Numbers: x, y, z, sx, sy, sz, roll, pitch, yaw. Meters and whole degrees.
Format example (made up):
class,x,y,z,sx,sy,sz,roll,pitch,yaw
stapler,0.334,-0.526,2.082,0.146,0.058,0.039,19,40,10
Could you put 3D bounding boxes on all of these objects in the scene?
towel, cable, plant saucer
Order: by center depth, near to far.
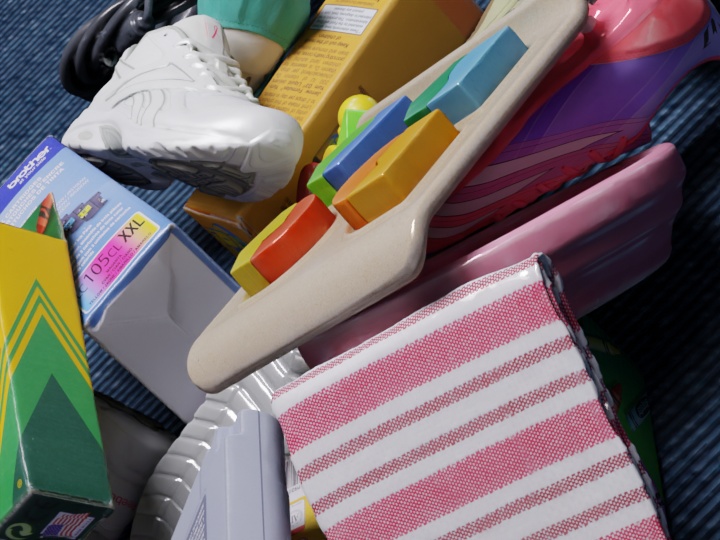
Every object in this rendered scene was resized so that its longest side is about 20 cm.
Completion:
class,x,y,z,sx,sy,sz,roll,pitch,yaw
towel,0.058,0.111,0.924,0.146,0.030,0.200,-27,82,23
plant saucer,0.068,0.007,1.028,0.200,0.051,0.201,-28,1,0
cable,-0.106,-0.172,1.402,0.200,0.051,0.163,-40,-5,-44

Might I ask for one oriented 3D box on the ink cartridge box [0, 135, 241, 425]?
class,x,y,z,sx,sy,sz,roll,pitch,yaw
ink cartridge box,-0.129,0.008,1.217,0.076,0.136,0.200,-49,36,-8

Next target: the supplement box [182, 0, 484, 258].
class,x,y,z,sx,sy,sz,roll,pitch,yaw
supplement box,-0.015,-0.093,1.262,0.069,0.067,0.200,13,64,50

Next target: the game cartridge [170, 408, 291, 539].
class,x,y,z,sx,sy,sz,roll,pitch,yaw
game cartridge,-0.072,0.177,0.999,0.133,0.041,0.200,-90,17,-48

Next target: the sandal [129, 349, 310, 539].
class,x,y,z,sx,sy,sz,roll,pitch,yaw
sandal,-0.050,0.092,1.130,0.082,0.050,0.203,32,97,35

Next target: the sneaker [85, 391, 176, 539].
class,x,y,z,sx,sy,sz,roll,pitch,yaw
sneaker,-0.184,0.104,1.223,0.200,0.078,0.100,19,80,57

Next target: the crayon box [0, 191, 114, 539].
class,x,y,z,sx,sy,sz,roll,pitch,yaw
crayon box,-0.191,0.067,1.108,0.127,0.051,0.200,-47,43,33

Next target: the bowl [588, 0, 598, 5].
class,x,y,z,sx,sy,sz,roll,pitch,yaw
bowl,0.148,-0.203,1.156,0.199,0.075,0.200,-24,31,-19

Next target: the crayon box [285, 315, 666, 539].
class,x,y,z,sx,sy,sz,roll,pitch,yaw
crayon box,0.039,0.116,1.011,0.200,0.058,0.119,-27,40,23

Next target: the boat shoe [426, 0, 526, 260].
class,x,y,z,sx,sy,sz,roll,pitch,yaw
boat shoe,0.079,-0.091,1.161,0.063,0.073,0.200,4,57,50

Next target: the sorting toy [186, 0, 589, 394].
class,x,y,z,sx,sy,sz,roll,pitch,yaw
sorting toy,0.007,-0.044,1.030,0.185,0.036,0.200,-31,20,48

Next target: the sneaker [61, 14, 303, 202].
class,x,y,z,sx,sy,sz,roll,pitch,yaw
sneaker,-0.094,-0.096,1.209,0.200,0.078,0.100,11,77,52

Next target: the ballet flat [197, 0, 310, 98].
class,x,y,z,sx,sy,sz,roll,pitch,yaw
ballet flat,-0.074,-0.128,1.308,0.200,0.067,0.071,136,148,-74

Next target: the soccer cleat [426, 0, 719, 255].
class,x,y,z,sx,sy,sz,roll,pitch,yaw
soccer cleat,0.096,-0.066,1.074,0.200,0.076,0.067,-45,17,18

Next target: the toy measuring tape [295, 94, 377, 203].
class,x,y,z,sx,sy,sz,roll,pitch,yaw
toy measuring tape,0.000,0.000,1.174,0.073,0.074,0.201,-18,62,33
